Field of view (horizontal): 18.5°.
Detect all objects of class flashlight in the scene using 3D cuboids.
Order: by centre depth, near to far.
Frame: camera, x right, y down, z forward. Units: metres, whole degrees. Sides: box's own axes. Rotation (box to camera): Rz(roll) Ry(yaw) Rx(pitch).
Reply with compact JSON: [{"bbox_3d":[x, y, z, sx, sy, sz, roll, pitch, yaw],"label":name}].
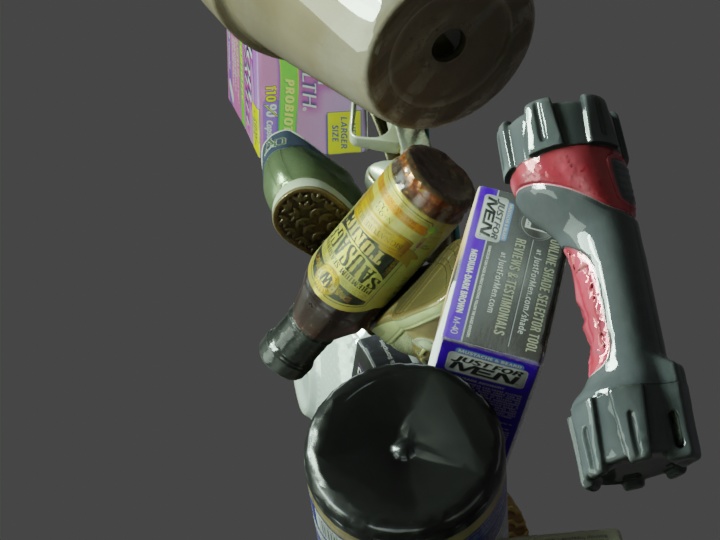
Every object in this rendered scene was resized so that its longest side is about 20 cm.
[{"bbox_3d":[0.117,0.012,1.123,0.068,0.068,0.201,111,154,-65],"label":"flashlight"}]

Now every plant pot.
[{"bbox_3d":[0.016,-0.183,1.351,0.174,0.200,0.200,52,150,40],"label":"plant pot"}]

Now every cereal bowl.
[{"bbox_3d":[-0.010,0.070,1.818,0.200,0.083,0.201,175,90,-80],"label":"cereal bowl"}]

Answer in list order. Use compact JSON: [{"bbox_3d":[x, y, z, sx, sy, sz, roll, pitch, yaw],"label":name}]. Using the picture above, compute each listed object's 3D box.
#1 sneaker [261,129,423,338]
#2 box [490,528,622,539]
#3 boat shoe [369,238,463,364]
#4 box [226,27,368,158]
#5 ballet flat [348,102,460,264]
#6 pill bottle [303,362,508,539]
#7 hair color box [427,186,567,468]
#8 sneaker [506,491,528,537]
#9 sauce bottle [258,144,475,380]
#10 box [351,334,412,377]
[{"bbox_3d":[-0.010,-0.031,1.619,0.200,0.067,0.090,46,-164,-45],"label":"sneaker"},{"bbox_3d":[0.120,0.237,1.166,0.068,0.082,0.200,98,166,-48],"label":"box"},{"bbox_3d":[0.059,0.031,1.499,0.073,0.063,0.201,-50,4,-16],"label":"boat shoe"},{"bbox_3d":[-0.059,-0.211,1.935,0.200,0.096,0.176,-121,29,-67],"label":"box"},{"bbox_3d":[0.025,-0.082,1.612,0.068,0.062,0.200,100,163,-54],"label":"ballet flat"},{"bbox_3d":[0.030,0.150,1.270,0.200,0.112,0.112,84,176,-55],"label":"pill bottle"},{"bbox_3d":[0.072,0.053,1.312,0.200,0.065,0.110,104,-179,-57],"label":"hair color box"},{"bbox_3d":[0.066,0.216,1.470,0.090,0.075,0.200,-123,31,-59],"label":"sneaker"},{"bbox_3d":[0.000,0.000,1.538,0.200,0.066,0.066,-51,33,29],"label":"sauce bottle"},{"bbox_3d":[0.031,0.161,1.672,0.200,0.036,0.143,97,150,-51],"label":"box"}]
